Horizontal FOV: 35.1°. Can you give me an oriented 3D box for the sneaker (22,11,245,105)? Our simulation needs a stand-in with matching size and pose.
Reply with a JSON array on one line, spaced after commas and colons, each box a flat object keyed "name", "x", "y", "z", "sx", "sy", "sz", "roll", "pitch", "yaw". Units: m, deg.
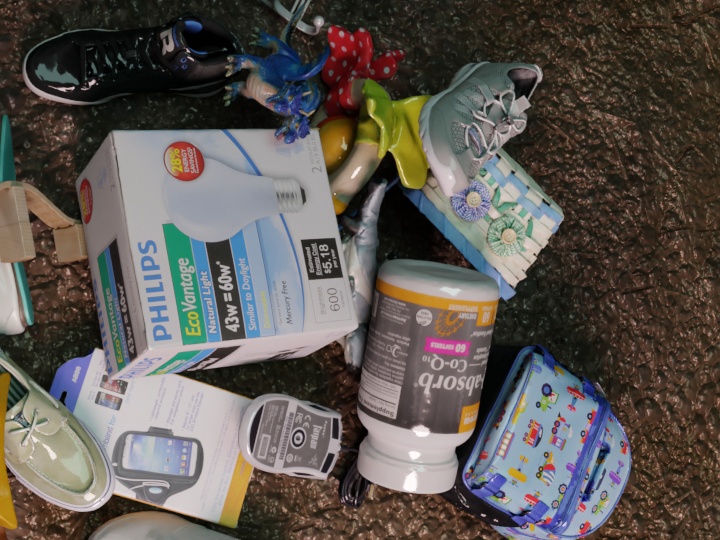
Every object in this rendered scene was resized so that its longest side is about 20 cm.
[{"name": "sneaker", "x": -0.205, "y": -0.204, "z": 1.049, "sx": 0.199, "sy": 0.112, "sz": 0.073, "roll": -6, "pitch": 83, "yaw": -25}]

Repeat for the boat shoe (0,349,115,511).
[{"name": "boat shoe", "x": -0.288, "y": 0.127, "z": 0.958, "sx": 0.200, "sy": 0.062, "sz": 0.072, "roll": 44, "pitch": 77, "yaw": 2}]

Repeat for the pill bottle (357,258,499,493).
[{"name": "pill bottle", "x": 0.058, "y": 0.096, "z": 1.059, "sx": 0.116, "sy": 0.116, "sz": 0.201, "roll": 5, "pitch": 100, "yaw": -23}]

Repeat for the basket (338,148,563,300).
[{"name": "basket", "x": 0.087, "y": -0.036, "z": 1.149, "sx": 0.176, "sy": 0.139, "sz": 0.200, "roll": 41, "pitch": 102, "yaw": -12}]

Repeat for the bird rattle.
[{"name": "bird rattle", "x": -0.013, "y": -0.145, "z": 1.109, "sx": 0.112, "sy": 0.200, "sz": 0.163, "roll": 25, "pitch": 109, "yaw": -41}]

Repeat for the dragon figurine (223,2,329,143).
[{"name": "dragon figurine", "x": -0.062, "y": -0.181, "z": 1.057, "sx": 0.099, "sy": 0.059, "sz": 0.200, "roll": 19, "pitch": 36, "yaw": 11}]

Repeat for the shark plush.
[{"name": "shark plush", "x": 0.000, "y": 0.000, "z": 1.098, "sx": 0.083, "sy": 0.091, "sz": 0.201, "roll": -15, "pitch": 115, "yaw": -31}]

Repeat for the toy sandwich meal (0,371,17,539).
[{"name": "toy sandwich meal", "x": -0.338, "y": 0.155, "z": 0.916, "sx": 0.070, "sy": 0.205, "sz": 0.206, "roll": 4, "pitch": 79, "yaw": -54}]

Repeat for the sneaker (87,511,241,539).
[{"name": "sneaker", "x": -0.143, "y": 0.262, "z": 1.017, "sx": 0.199, "sy": 0.088, "sz": 0.076, "roll": 14, "pitch": 78, "yaw": -21}]

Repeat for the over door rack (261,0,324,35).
[{"name": "over door rack", "x": -0.096, "y": -0.351, "z": 1.146, "sx": 0.200, "sy": 0.067, "sz": 0.148, "roll": 29, "pitch": 71, "yaw": -17}]

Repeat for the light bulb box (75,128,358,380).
[{"name": "light bulb box", "x": -0.132, "y": -0.017, "z": 1.026, "sx": 0.199, "sy": 0.125, "sz": 0.199, "roll": -5, "pitch": 76, "yaw": -30}]

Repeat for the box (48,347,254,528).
[{"name": "box", "x": -0.193, "y": 0.151, "z": 1.041, "sx": 0.199, "sy": 0.041, "sz": 0.119, "roll": 21, "pitch": 74, "yaw": -17}]

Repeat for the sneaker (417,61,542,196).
[{"name": "sneaker", "x": 0.112, "y": -0.143, "z": 1.036, "sx": 0.075, "sy": 0.082, "sz": 0.200, "roll": 61, "pitch": 35, "yaw": -29}]

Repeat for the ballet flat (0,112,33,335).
[{"name": "ballet flat", "x": -0.332, "y": -0.041, "z": 0.999, "sx": 0.069, "sy": 0.069, "sz": 0.201, "roll": -6, "pitch": 86, "yaw": -25}]

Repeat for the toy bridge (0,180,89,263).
[{"name": "toy bridge", "x": -0.293, "y": -0.040, "z": 0.954, "sx": 0.027, "sy": 0.200, "sz": 0.068, "roll": -11, "pitch": 87, "yaw": 17}]

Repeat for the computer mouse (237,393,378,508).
[{"name": "computer mouse", "x": -0.049, "y": 0.158, "z": 1.076, "sx": 0.200, "sy": 0.044, "sz": 0.110, "roll": 24, "pitch": 77, "yaw": -44}]

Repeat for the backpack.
[{"name": "backpack", "x": 0.189, "y": 0.191, "z": 1.153, "sx": 0.200, "sy": 0.134, "sz": 0.183, "roll": 37, "pitch": 70, "yaw": -18}]
